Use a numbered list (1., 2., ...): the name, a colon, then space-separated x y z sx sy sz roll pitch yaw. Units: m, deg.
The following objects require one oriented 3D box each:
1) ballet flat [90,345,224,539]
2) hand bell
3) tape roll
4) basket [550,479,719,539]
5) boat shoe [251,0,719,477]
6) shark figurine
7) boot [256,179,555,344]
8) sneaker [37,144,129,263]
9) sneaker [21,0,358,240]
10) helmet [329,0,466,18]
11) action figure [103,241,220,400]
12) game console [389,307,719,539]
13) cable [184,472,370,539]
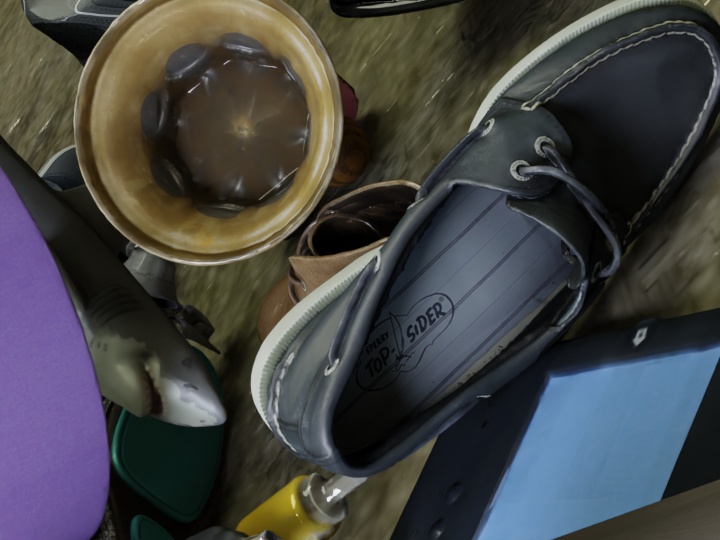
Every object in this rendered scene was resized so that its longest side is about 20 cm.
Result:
1. ballet flat: -0.101 0.111 0.851 0.075 0.068 0.201 -30 34 22
2. hand bell: -0.031 -0.054 0.838 0.104 0.104 0.200 -55 -12 9
3. tape roll: -0.178 0.031 0.800 0.065 0.201 0.200 -25 3 -32
4. basket: 0.051 0.126 0.421 0.200 0.181 0.136 -36 -11 29
5. boat shoe: 0.049 -0.008 0.655 0.199 0.075 0.066 -39 20 0
6. shark figurine: -0.127 -0.038 0.833 0.128 0.215 0.089 -6 28 49
7. boot: 0.000 0.000 0.780 0.200 0.075 0.074 -14 50 61
8. sneaker: -0.140 0.017 1.051 0.079 0.078 0.201 -36 42 54
9. sneaker: -0.070 -0.069 0.896 0.080 0.200 0.087 1 72 39
10. helmet: 0.033 -0.205 0.829 0.190 0.200 0.201 -8 53 52
11. action figure: -0.137 0.068 0.932 0.069 0.130 0.201 30 93 44
12. game console: 0.058 0.090 0.599 0.200 0.031 0.178 -16 47 58
13. cable: -0.068 0.132 0.718 0.200 0.050 0.098 -30 38 47
